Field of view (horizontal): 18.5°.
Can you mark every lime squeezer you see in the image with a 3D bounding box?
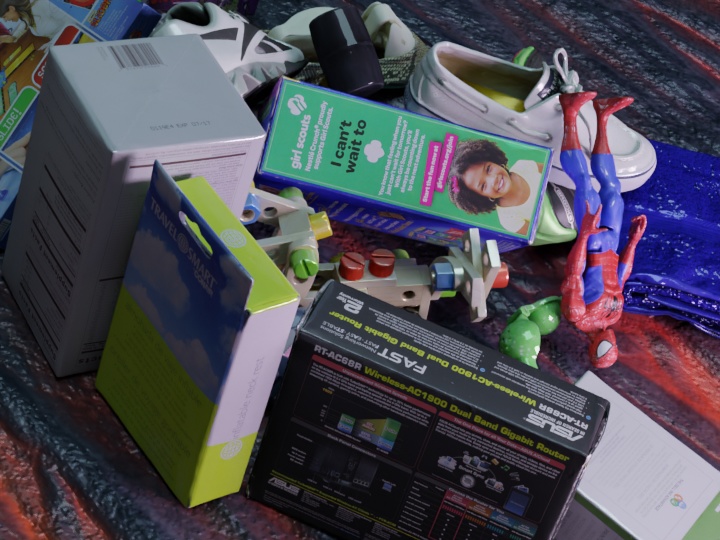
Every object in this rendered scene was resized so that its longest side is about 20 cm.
[{"bbox_3d":[0.140,0.048,1.614,0.071,0.038,0.200,23,38,4],"label":"lime squeezer"}]

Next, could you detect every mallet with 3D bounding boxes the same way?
[{"bbox_3d":[-0.026,-0.150,1.665,0.041,0.200,0.066,-18,90,-12],"label":"mallet"}]

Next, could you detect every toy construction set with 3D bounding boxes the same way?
[{"bbox_3d":[0.000,0.000,1.533,0.200,0.131,0.092,7,42,-2],"label":"toy construction set"}]

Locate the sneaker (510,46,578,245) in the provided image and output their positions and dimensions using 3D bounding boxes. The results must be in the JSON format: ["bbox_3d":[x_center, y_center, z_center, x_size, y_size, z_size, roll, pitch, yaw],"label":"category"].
[{"bbox_3d":[0.145,-0.093,1.762,0.084,0.077,0.200,11,49,-19],"label":"sneaker"}]

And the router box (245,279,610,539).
[{"bbox_3d":[0.040,0.113,1.407,0.200,0.150,0.062,24,38,5],"label":"router box"}]

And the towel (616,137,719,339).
[{"bbox_3d":[0.258,-0.030,1.734,0.148,0.050,0.200,17,37,-12],"label":"towel"}]

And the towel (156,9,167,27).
[{"bbox_3d":[-0.203,-0.138,1.655,0.166,0.086,0.200,30,40,14],"label":"towel"}]

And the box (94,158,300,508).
[{"bbox_3d":[-0.104,0.038,1.396,0.048,0.200,0.122,-15,50,-35],"label":"box"}]

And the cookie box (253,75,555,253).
[{"bbox_3d":[0.021,-0.071,1.602,0.200,0.075,0.171,14,-5,-7],"label":"cookie box"}]

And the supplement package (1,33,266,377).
[{"bbox_3d":[-0.155,-0.042,1.470,0.114,0.200,0.110,-8,47,-31],"label":"supplement package"}]

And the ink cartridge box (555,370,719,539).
[{"bbox_3d":[0.194,0.167,1.472,0.200,0.059,0.104,38,42,12],"label":"ink cartridge box"}]

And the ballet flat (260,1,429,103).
[{"bbox_3d":[-0.013,-0.181,1.790,0.200,0.075,0.068,-10,46,-31],"label":"ballet flat"}]

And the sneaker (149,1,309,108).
[{"bbox_3d":[-0.097,-0.158,1.587,0.089,0.074,0.200,53,12,1],"label":"sneaker"}]

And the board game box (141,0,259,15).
[{"bbox_3d":[-0.170,-0.242,1.768,0.120,0.032,0.200,25,14,17],"label":"board game box"}]

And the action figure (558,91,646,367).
[{"bbox_3d":[0.175,-0.029,1.617,0.052,0.200,0.065,-2,-4,44],"label":"action figure"}]

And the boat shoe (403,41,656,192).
[{"bbox_3d":[0.139,-0.128,1.678,0.202,0.086,0.075,21,47,-4],"label":"boat shoe"}]

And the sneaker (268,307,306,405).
[{"bbox_3d":[-0.023,0.078,1.488,0.200,0.070,0.082,10,44,-5],"label":"sneaker"}]

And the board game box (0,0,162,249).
[{"bbox_3d":[-0.250,-0.134,1.560,0.135,0.200,0.034,36,3,19],"label":"board game box"}]
